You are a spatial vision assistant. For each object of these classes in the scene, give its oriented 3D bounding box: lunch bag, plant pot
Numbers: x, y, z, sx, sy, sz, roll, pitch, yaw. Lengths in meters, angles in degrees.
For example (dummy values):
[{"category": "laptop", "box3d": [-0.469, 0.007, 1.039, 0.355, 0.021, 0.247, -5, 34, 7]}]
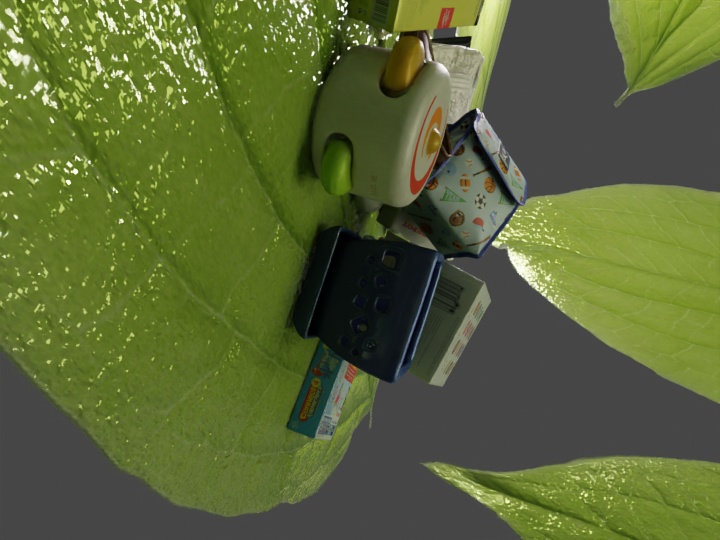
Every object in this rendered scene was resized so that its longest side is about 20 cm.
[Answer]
[{"category": "lunch bag", "box3d": [0.179, -0.144, 1.031, 0.200, 0.170, 0.124, -49, -156, -21]}, {"category": "plant pot", "box3d": [0.013, 0.040, 0.960, 0.200, 0.180, 0.200, 11, 98, -79]}]

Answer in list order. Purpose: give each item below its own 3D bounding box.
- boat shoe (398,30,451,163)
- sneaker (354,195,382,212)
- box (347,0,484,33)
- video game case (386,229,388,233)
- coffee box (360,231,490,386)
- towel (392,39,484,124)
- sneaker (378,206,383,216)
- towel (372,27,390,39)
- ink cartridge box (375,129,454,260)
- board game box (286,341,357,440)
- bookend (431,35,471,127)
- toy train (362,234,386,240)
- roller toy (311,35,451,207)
[{"category": "boat shoe", "box3d": [0.097, -0.250, 0.893, 0.072, 0.068, 0.200, -18, 106, -51]}, {"category": "sneaker", "box3d": [0.052, -0.194, 1.043, 0.085, 0.073, 0.200, 92, 20, -63]}, {"category": "box", "box3d": [0.076, -0.333, 0.776, 0.200, 0.075, 0.050, -28, 140, -47]}, {"category": "video game case", "box3d": [0.102, -0.175, 1.379, 0.200, 0.023, 0.182, 105, 5, -81]}, {"category": "coffee box", "box3d": [0.106, 0.079, 1.171, 0.200, 0.200, 0.198, -60, 162, -4]}, {"category": "towel", "box3d": [0.123, -0.311, 1.048, 0.200, 0.034, 0.133, -10, 124, -36]}, {"category": "sneaker", "box3d": [0.089, -0.166, 1.236, 0.075, 0.079, 0.200, 94, 9, -56]}, {"category": "towel", "box3d": [0.062, -0.418, 0.831, 0.148, 0.036, 0.200, -54, 160, -56]}, {"category": "ink cartridge box", "box3d": [0.141, -0.140, 1.129, 0.200, 0.145, 0.084, -62, -156, 6]}, {"category": "board game box", "box3d": [-0.062, 0.226, 1.218, 0.200, 0.056, 0.196, 71, 39, -73]}, {"category": "bookend", "box3d": [0.166, -0.300, 1.194, 0.200, 0.092, 0.199, 80, 6, -71]}, {"category": "toy train", "box3d": [0.000, 0.000, 1.182, 0.150, 0.056, 0.200, -38, 151, -49]}, {"category": "roller toy", "box3d": [0.035, -0.181, 0.786, 0.182, 0.140, 0.200, -14, 123, -73]}]
